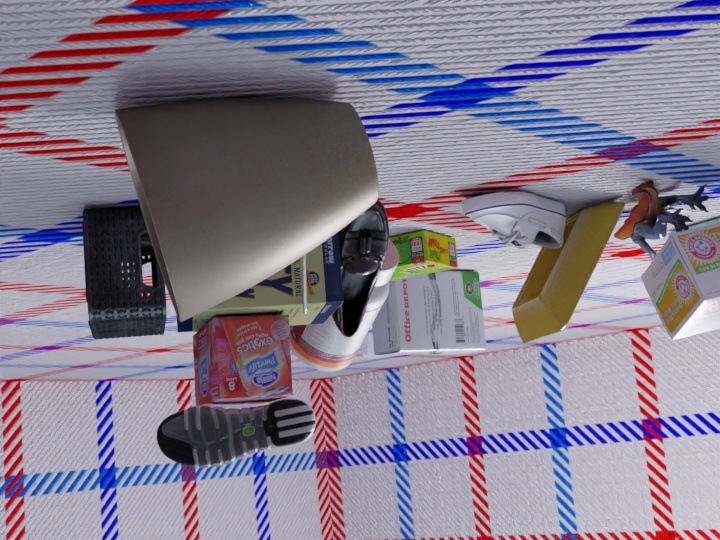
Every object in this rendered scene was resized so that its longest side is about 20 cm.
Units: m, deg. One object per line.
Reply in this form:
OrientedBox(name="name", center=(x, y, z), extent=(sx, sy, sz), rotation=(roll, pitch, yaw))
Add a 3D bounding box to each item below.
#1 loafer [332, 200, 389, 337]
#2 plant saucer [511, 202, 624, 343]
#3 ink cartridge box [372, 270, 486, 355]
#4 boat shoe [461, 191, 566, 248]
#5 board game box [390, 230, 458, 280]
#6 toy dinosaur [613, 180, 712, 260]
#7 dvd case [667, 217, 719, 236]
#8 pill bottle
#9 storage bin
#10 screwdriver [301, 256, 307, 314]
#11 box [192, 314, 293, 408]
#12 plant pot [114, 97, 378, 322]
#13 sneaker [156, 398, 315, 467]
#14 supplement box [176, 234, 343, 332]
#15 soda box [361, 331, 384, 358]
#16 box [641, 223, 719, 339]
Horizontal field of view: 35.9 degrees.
OrientedBox(name="loafer", center=(0.000, 0.000, 1.422), extent=(0.071, 0.063, 0.201), rotation=(1, 132, -14))
OrientedBox(name="plant saucer", center=(0.283, -0.003, 1.582), extent=(0.048, 0.201, 0.200), rotation=(29, 168, -2))
OrientedBox(name="ink cartridge box", center=(0.119, 0.076, 1.981), extent=(0.199, 0.148, 0.083), rotation=(3, 169, -34))
OrientedBox(name="boat shoe", center=(0.209, -0.062, 1.456), extent=(0.199, 0.066, 0.073), rotation=(4, 167, -43))
OrientedBox(name="board game box", center=(0.037, -0.015, 1.697), extent=(0.199, 0.048, 0.101), rotation=(-11, 168, 31))
OrientedBox(name="toy dinosaur", center=(0.398, -0.081, 1.539), extent=(0.200, 0.106, 0.181), rotation=(38, 161, -23))
OrientedBox(name="dvd case", center=(0.620, -0.064, 1.798), extent=(0.199, 0.022, 0.146), rotation=(0, 169, -33))
OrientedBox(name="pill bottle", center=(-0.025, 0.039, 1.567), extent=(0.109, 0.110, 0.201), rotation=(1, 134, -31))
OrientedBox(name="storage bin", center=(-0.292, 0.006, 1.375), extent=(0.093, 0.137, 0.200), rotation=(-3, 170, -13))
OrientedBox(name="screwdriver", center=(-0.064, -0.028, 1.247), extent=(0.028, 0.202, 0.029), rotation=(3, -148, 2))
OrientedBox(name="box", center=(-0.153, 0.119, 1.410), extent=(0.094, 0.104, 0.200), rotation=(-2, 171, -17))
OrientedBox(name="plant pot", center=(-0.092, -0.075, 0.972), extent=(0.198, 0.189, 0.187), rotation=(-17, 173, -12))
OrientedBox(name="sneaker", center=(-0.148, 0.204, 1.396), extent=(0.198, 0.076, 0.116), rotation=(-6, 173, 5))
OrientedBox(name="supplement box", center=(-0.136, -0.005, 1.402), extent=(0.198, 0.136, 0.200), rotation=(-3, 171, -10))
OrientedBox(name="soda box", center=(0.103, 0.183, 2.838), extent=(0.198, 0.064, 0.068), rotation=(-6, 171, 10))
OrientedBox(name="box", center=(0.491, 0.004, 1.458), extent=(0.198, 0.102, 0.113), rotation=(-12, 152, -15))
